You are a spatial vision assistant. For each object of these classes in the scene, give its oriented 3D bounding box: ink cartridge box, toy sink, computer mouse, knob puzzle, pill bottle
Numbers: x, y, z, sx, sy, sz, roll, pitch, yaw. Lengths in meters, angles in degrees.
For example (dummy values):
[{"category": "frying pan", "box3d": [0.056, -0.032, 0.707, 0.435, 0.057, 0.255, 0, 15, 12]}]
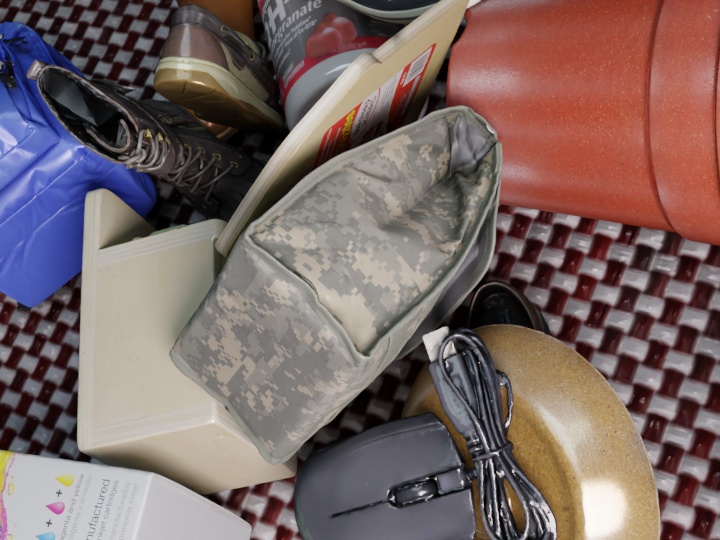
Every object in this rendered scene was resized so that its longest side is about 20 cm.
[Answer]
[{"category": "ink cartridge box", "box3d": [-0.203, 0.209, 0.822, 0.198, 0.145, 0.147, 3, 68, 26]}, {"category": "toy sink", "box3d": [-0.116, 0.041, 0.872, 0.111, 0.130, 0.202, -14, 61, 17]}, {"category": "computer mouse", "box3d": [0.016, 0.129, 0.735, 0.199, 0.052, 0.140, -33, 73, 44]}, {"category": "knob puzzle", "box3d": [-0.025, -0.078, 0.783, 0.030, 0.220, 0.220, 42, 87, 10]}, {"category": "pill bottle", "box3d": [-0.022, -0.198, 0.953, 0.110, 0.111, 0.202, -22, 60, 13]}]

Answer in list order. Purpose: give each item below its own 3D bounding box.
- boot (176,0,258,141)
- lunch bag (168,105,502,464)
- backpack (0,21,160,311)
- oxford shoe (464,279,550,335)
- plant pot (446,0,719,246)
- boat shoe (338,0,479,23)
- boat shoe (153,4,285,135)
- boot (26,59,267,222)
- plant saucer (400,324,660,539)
[{"category": "boot", "box3d": [-0.132, -0.215, 0.983, 0.073, 0.155, 0.202, 1, 67, 23]}, {"category": "lunch bag", "box3d": [0.000, 0.000, 0.758, 0.118, 0.164, 0.200, 44, 53, 4]}, {"category": "backpack", "box3d": [-0.278, -0.108, 0.993, 0.162, 0.168, 0.201, -34, 51, 0]}, {"category": "oxford shoe", "box3d": [0.096, 0.099, 0.779, 0.072, 0.084, 0.202, -18, 63, 12]}, {"category": "plant pot", "box3d": [0.173, -0.114, 0.792, 0.194, 0.201, 0.203, 6, 69, 34]}, {"category": "boat shoe", "box3d": [0.007, -0.219, 0.837, 0.199, 0.062, 0.075, 24, 65, 36]}, {"category": "boat shoe", "box3d": [-0.093, -0.141, 0.894, 0.072, 0.200, 0.066, 9, 89, 7]}, {"category": "boot", "box3d": [-0.133, -0.076, 0.888, 0.199, 0.174, 0.070, 34, 96, 13]}, {"category": "plant saucer", "box3d": [0.082, 0.135, 0.730, 0.199, 0.035, 0.203, 9, 103, 45]}]
